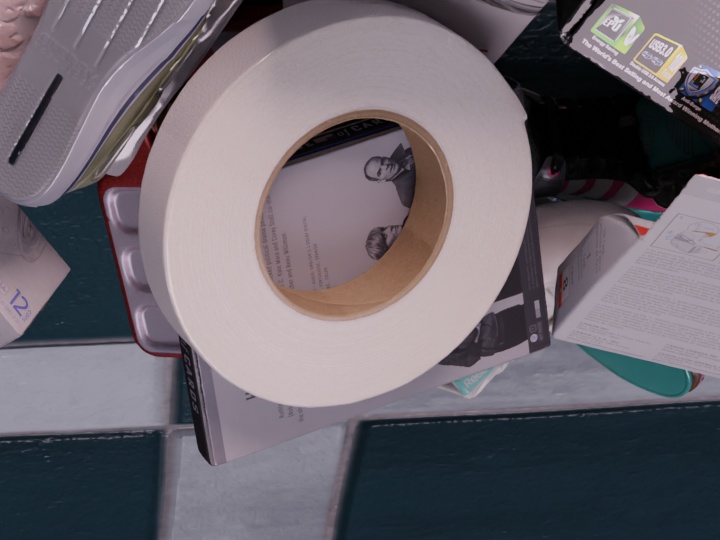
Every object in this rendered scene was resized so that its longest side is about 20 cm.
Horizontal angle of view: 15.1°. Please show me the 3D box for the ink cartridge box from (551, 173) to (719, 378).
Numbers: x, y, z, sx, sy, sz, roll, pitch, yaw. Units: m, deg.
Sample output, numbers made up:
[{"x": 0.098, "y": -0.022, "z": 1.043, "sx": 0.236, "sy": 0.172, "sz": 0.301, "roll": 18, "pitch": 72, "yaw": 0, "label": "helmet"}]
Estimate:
[{"x": 0.202, "y": -0.005, "z": 1.366, "sx": 0.161, "sy": 0.050, "sz": 0.200, "roll": 13, "pitch": 151, "yaw": -12, "label": "ink cartridge box"}]

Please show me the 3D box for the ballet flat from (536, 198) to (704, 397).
[{"x": 0.119, "y": -0.004, "z": 1.564, "sx": 0.199, "sy": 0.071, "sz": 0.069, "roll": 30, "pitch": 137, "yaw": 1, "label": "ballet flat"}]

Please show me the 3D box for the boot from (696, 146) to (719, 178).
[{"x": 0.265, "y": -0.100, "z": 1.382, "sx": 0.166, "sy": 0.072, "sz": 0.200, "roll": -38, "pitch": 177, "yaw": -19, "label": "boot"}]

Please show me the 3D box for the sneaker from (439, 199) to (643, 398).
[{"x": 0.076, "y": 0.028, "z": 1.494, "sx": 0.199, "sy": 0.089, "sz": 0.075, "roll": -21, "pitch": 127, "yaw": 34, "label": "sneaker"}]

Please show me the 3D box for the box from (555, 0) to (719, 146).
[{"x": 0.225, "y": -0.139, "z": 1.285, "sx": 0.199, "sy": 0.048, "sz": 0.193, "roll": 32, "pitch": 117, "yaw": -16, "label": "box"}]

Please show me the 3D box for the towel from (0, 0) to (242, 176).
[{"x": -0.146, "y": -0.140, "z": 1.304, "sx": 0.190, "sy": 0.032, "sz": 0.200, "roll": 17, "pitch": 125, "yaw": -36, "label": "towel"}]

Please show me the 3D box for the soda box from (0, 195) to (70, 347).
[{"x": -0.241, "y": -0.046, "z": 1.375, "sx": 0.068, "sy": 0.064, "sz": 0.200, "roll": -27, "pitch": 110, "yaw": 36, "label": "soda box"}]

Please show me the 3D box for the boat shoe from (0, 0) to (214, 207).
[{"x": -0.112, "y": -0.116, "z": 1.282, "sx": 0.200, "sy": 0.072, "sz": 0.062, "roll": -52, "pitch": 165, "yaw": 23, "label": "boat shoe"}]

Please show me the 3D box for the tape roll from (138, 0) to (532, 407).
[{"x": -0.009, "y": -0.032, "z": 1.314, "sx": 0.201, "sy": 0.037, "sz": 0.204, "roll": -11, "pitch": 116, "yaw": -23, "label": "tape roll"}]

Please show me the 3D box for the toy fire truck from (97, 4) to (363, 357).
[{"x": -0.069, "y": -0.042, "z": 1.448, "sx": 0.167, "sy": 0.112, "sz": 0.201, "roll": 0, "pitch": 119, "yaw": 24, "label": "toy fire truck"}]

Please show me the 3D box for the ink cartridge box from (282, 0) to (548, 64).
[{"x": 0.035, "y": -0.160, "z": 1.325, "sx": 0.115, "sy": 0.067, "sz": 0.200, "roll": 7, "pitch": 149, "yaw": -24, "label": "ink cartridge box"}]

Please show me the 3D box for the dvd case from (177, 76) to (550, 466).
[{"x": 0.000, "y": 0.000, "z": 1.370, "sx": 0.199, "sy": 0.025, "sz": 0.151, "roll": -18, "pitch": 117, "yaw": -21, "label": "dvd case"}]

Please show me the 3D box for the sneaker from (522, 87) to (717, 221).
[{"x": 0.143, "y": -0.074, "z": 1.484, "sx": 0.199, "sy": 0.084, "sz": 0.120, "roll": 11, "pitch": 153, "yaw": -44, "label": "sneaker"}]
